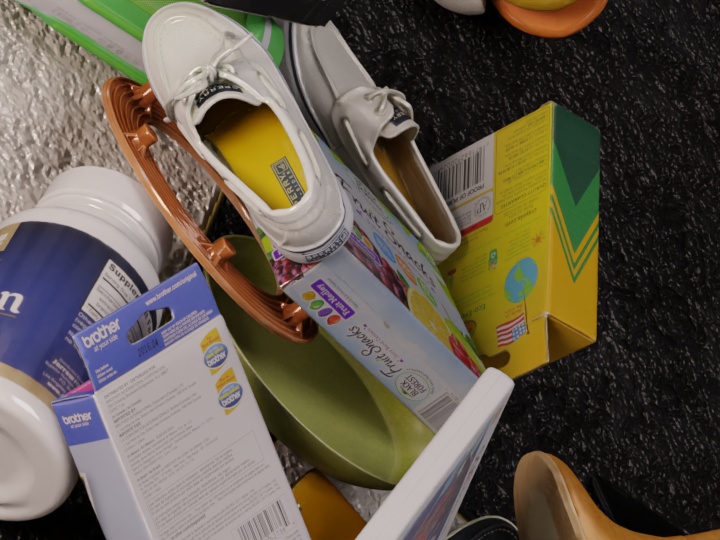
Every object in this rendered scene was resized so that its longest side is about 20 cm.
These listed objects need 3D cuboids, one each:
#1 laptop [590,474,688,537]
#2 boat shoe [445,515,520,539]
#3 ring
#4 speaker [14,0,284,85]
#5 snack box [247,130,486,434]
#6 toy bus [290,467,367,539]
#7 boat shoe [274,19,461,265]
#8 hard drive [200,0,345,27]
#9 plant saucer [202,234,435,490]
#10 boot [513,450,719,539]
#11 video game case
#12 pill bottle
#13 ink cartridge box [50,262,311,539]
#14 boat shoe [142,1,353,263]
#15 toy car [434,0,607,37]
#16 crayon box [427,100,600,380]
[{"bbox_3d":[0.212,0.276,1.983,0.187,0.116,0.200,35,19,-29],"label":"laptop"},{"bbox_3d":[0.063,0.219,1.818,0.075,0.062,0.200,54,39,-7],"label":"boat shoe"},{"bbox_3d":[-0.086,-0.041,1.746,0.201,0.019,0.201,51,12,-15],"label":"ring"},{"bbox_3d":[-0.144,-0.171,1.794,0.200,0.088,0.089,32,49,-31],"label":"speaker"},{"bbox_3d":[0.000,0.000,1.790,0.200,0.053,0.142,45,14,-46],"label":"snack box"},{"bbox_3d":[-0.067,0.192,1.679,0.065,0.078,0.200,50,41,-1],"label":"toy bus"},{"bbox_3d":[0.009,-0.093,1.922,0.071,0.070,0.201,-18,84,-49],"label":"boat shoe"},{"bbox_3d":[-0.096,-0.214,1.800,0.140,0.038,0.200,44,15,14],"label":"hard drive"},{"bbox_3d":[-0.031,0.063,1.783,0.200,0.031,0.200,39,22,-19],"label":"plant saucer"},{"bbox_3d":[0.190,0.189,1.873,0.144,0.071,0.202,-24,96,-29],"label":"boot"},{"bbox_3d":[0.016,0.175,1.699,0.023,0.183,0.200,31,47,11],"label":"video game case"},{"bbox_3d":[-0.178,0.035,1.627,0.111,0.111,0.200,45,43,-20],"label":"pill bottle"},{"bbox_3d":[-0.097,0.109,1.576,0.119,0.042,0.201,-33,107,-49],"label":"ink cartridge box"},{"bbox_3d":[-0.079,-0.095,1.682,0.202,0.074,0.086,59,3,31],"label":"boat shoe"},{"bbox_3d":[0.130,-0.264,2.097,0.150,0.174,0.201,57,22,-66],"label":"toy car"},{"bbox_3d":[0.098,0.002,1.923,0.051,0.127,0.201,28,52,-34],"label":"crayon box"}]
